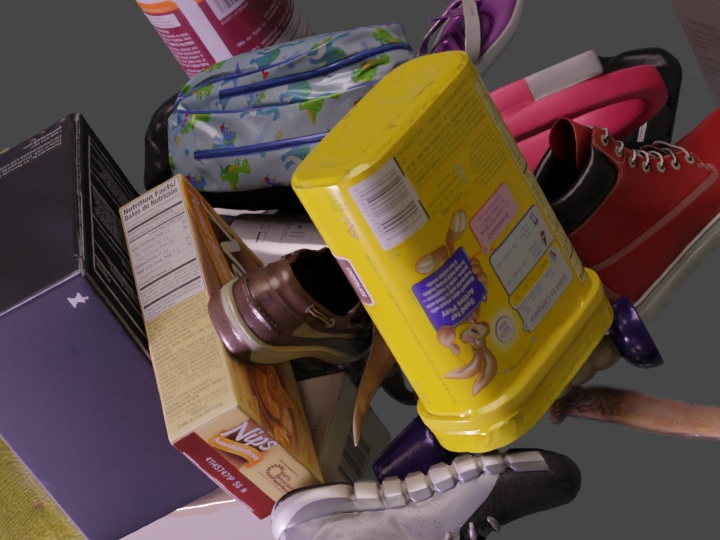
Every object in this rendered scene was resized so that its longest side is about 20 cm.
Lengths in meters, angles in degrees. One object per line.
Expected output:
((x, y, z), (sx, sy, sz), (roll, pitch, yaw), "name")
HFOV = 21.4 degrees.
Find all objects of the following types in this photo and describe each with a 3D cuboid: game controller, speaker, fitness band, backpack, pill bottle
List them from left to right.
((-0.103, -0.200, 1.636), (0.113, 0.201, 0.115), (-22, 35, 17), "pill bottle")
((-0.036, -0.107, 1.376), (0.199, 0.156, 0.162), (14, 16, 42), "backpack")
((0.000, 0.000, 1.372), (0.198, 0.082, 0.082), (2, 47, 25), "speaker")
((0.116, -0.092, 1.306), (0.198, 0.144, 0.038), (-22, 75, -2), "fitness band")
((0.180, -0.094, 1.412), (0.103, 0.042, 0.201), (-1, 45, 20), "game controller")

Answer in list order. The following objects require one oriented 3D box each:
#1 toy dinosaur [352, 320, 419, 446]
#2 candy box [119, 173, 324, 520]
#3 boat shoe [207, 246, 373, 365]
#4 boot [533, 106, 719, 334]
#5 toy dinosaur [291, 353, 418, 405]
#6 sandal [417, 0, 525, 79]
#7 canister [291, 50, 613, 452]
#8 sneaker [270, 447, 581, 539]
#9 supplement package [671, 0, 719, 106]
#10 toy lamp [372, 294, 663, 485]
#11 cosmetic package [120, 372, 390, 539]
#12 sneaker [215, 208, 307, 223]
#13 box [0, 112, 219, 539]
((0.024, 0.043, 1.244), (0.058, 0.101, 0.201), (12, 61, 26), "toy dinosaur")
((-0.091, 0.048, 1.235), (0.055, 0.116, 0.201), (-28, 49, 11), "candy box")
((-0.016, 0.017, 1.225), (0.075, 0.075, 0.202), (-38, -9, 23), "boat shoe")
((0.195, -0.075, 1.272), (0.200, 0.145, 0.072), (-48, 34, -21), "boot")
((-0.026, 0.060, 1.355), (0.198, 0.102, 0.078), (-3, 82, 19), "toy dinosaur")
((0.077, -0.190, 1.599), (0.082, 0.050, 0.203), (1, 48, 42), "sandal")
((0.058, -0.014, 1.162), (0.086, 0.201, 0.149), (-3, 35, 48), "canister")
((0.045, 0.183, 1.172), (0.198, 0.075, 0.117), (-12, 63, 12), "sneaker")
((0.285, -0.212, 1.303), (0.117, 0.201, 0.117), (-40, 34, -14), "supplement package")
((0.100, 0.090, 1.235), (0.199, 0.058, 0.058), (-30, 34, 5), "toy lamp")
((-0.087, 0.145, 1.316), (0.198, 0.073, 0.104), (-13, 40, 29), "cosmetic package")
((-0.077, 0.003, 1.491), (0.199, 0.073, 0.112), (-5, 48, 47), "sneaker")
((-0.186, 0.040, 1.284), (0.122, 0.201, 0.199), (-28, 33, 8), "box")
